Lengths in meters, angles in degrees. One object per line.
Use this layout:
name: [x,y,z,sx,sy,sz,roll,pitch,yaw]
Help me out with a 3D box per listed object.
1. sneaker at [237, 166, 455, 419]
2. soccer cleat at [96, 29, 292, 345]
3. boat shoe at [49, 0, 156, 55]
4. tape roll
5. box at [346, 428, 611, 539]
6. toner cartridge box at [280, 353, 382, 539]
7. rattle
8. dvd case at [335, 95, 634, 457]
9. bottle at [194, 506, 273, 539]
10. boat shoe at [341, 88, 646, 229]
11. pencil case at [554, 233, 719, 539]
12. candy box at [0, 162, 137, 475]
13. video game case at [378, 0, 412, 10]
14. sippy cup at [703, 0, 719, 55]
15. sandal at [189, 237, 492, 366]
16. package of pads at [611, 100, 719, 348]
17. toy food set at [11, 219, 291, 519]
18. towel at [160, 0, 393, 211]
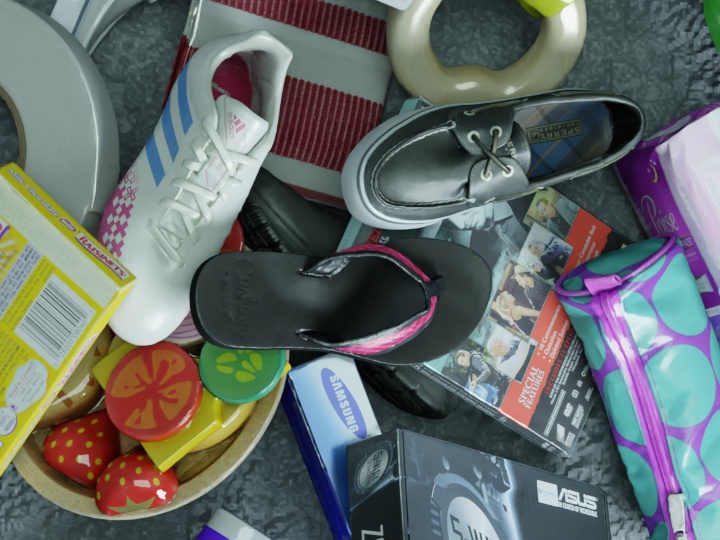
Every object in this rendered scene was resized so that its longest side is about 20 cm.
sneaker: [0.000,0.000,1.466,0.200,0.076,0.091,45,73,-16]
soccer cleat: [-0.096,-0.055,1.368,0.070,0.086,0.201,28,66,-24]
boat shoe: [-0.126,-0.203,1.461,0.065,0.074,0.201,32,84,0]
tape roll: [-0.242,-0.069,1.419,0.202,0.037,0.204,-1,88,16]
box: [0.077,0.192,1.394,0.199,0.043,0.161,20,58,-43]
toner cartridge box: [0.004,0.148,1.441,0.043,0.095,0.201,-21,89,-10]
rattle: [0.054,-0.143,1.498,0.130,0.143,0.201,-2,127,-31]
dvd case: [0.079,0.006,1.453,0.200,0.022,0.147,32,73,-26]
bottle: [-0.119,0.239,1.425,0.065,0.084,0.201,32,84,-3]
boat shoe: [0.082,-0.074,1.413,0.199,0.057,0.069,-17,96,-29]
pencil case: [0.188,0.082,1.452,0.085,0.092,0.201,-16,101,28]
candy box: [-0.217,0.042,1.373,0.102,0.026,0.200,43,121,9]
video game case: [-0.041,-0.261,1.434,0.181,0.022,0.201,21,46,-13]
sippy cup: [0.302,-0.180,1.460,0.139,0.130,0.179,14,62,-21]
sandal: [-0.002,0.018,1.365,0.199,0.045,0.076,-2,82,-32]
package of pads: [0.240,-0.003,1.466,0.075,0.120,0.201,-26,90,-13]
toy food set: [-0.135,0.050,1.416,0.198,0.049,0.200,-39,60,-1]
towel: [-0.041,-0.149,1.469,0.143,0.023,0.201,14,90,-26]
